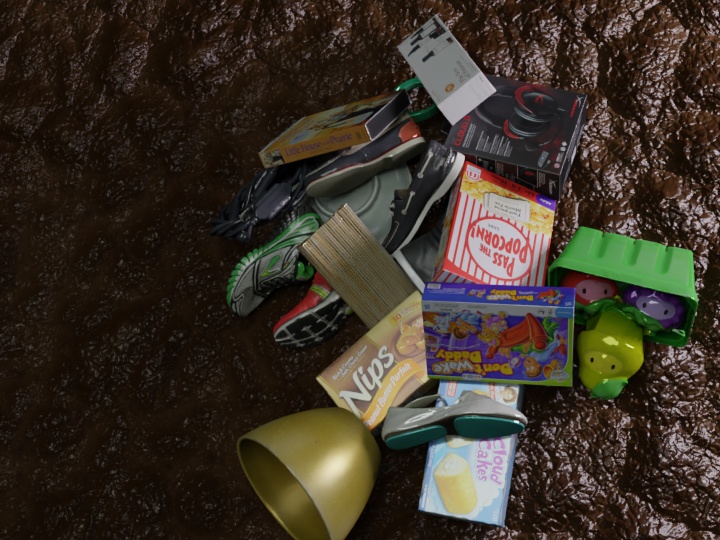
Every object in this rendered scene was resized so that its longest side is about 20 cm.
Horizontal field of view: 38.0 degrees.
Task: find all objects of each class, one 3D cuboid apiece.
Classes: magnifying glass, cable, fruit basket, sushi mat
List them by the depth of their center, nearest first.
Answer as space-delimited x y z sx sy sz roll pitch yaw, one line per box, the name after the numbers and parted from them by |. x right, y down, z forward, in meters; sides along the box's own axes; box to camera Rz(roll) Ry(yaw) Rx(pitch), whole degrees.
0.349 0.065 1.428 0.214 0.156 0.217 -4 56 6 | fruit basket
0.000 0.000 1.511 0.096 0.200 0.012 -44 32 -4 | sushi mat
-0.145 -0.113 1.606 0.051 0.163 0.200 50 62 -20 | cable
0.045 -0.236 1.620 0.199 0.022 0.080 -34 54 -15 | magnifying glass

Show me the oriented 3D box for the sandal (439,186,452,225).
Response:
0.145 -0.054 1.557 0.076 0.043 0.201 17 79 17 | sandal

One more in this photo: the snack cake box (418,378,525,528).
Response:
0.157 0.247 1.454 0.114 0.067 0.201 7 76 17 | snack cake box

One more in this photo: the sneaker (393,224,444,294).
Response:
0.145 0.020 1.499 0.099 0.071 0.200 -41 79 8 | sneaker

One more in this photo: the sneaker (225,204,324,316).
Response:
-0.125 -0.003 1.575 0.200 0.078 0.085 -47 65 12 | sneaker

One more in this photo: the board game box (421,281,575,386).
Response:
0.186 0.086 1.404 0.198 0.135 0.045 2 35 13 | board game box

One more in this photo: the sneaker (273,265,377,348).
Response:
-0.052 0.039 1.575 0.200 0.077 0.085 -37 50 -3 | sneaker

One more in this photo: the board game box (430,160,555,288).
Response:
0.190 -0.041 1.471 0.151 0.046 0.201 22 54 -10 | board game box

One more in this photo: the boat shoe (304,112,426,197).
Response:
0.000 -0.172 1.556 0.199 0.071 0.063 -26 75 -9 | boat shoe

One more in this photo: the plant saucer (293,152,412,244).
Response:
-0.019 -0.124 1.614 0.199 0.050 0.202 -4 74 12 | plant saucer

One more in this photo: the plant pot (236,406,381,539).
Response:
-0.055 0.271 1.449 0.142 0.201 0.200 -36 67 -26 | plant pot

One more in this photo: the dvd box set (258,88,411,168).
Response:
-0.038 -0.213 1.568 0.199 0.146 0.030 -10 114 35 | dvd box set

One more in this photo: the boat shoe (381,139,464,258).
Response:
0.076 -0.102 1.533 0.060 0.074 0.200 30 122 -9 | boat shoe

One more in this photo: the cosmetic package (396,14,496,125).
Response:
0.126 -0.307 1.578 0.082 0.051 0.200 -39 39 12 | cosmetic package

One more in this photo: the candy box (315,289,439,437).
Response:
0.048 0.139 1.518 0.200 0.055 0.116 -41 69 0 | candy box

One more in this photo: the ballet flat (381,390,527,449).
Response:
0.124 0.194 1.413 0.199 0.069 0.070 -10 72 12 | ballet flat

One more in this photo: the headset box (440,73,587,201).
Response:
0.220 -0.203 1.552 0.199 0.075 0.149 16 66 18 | headset box
